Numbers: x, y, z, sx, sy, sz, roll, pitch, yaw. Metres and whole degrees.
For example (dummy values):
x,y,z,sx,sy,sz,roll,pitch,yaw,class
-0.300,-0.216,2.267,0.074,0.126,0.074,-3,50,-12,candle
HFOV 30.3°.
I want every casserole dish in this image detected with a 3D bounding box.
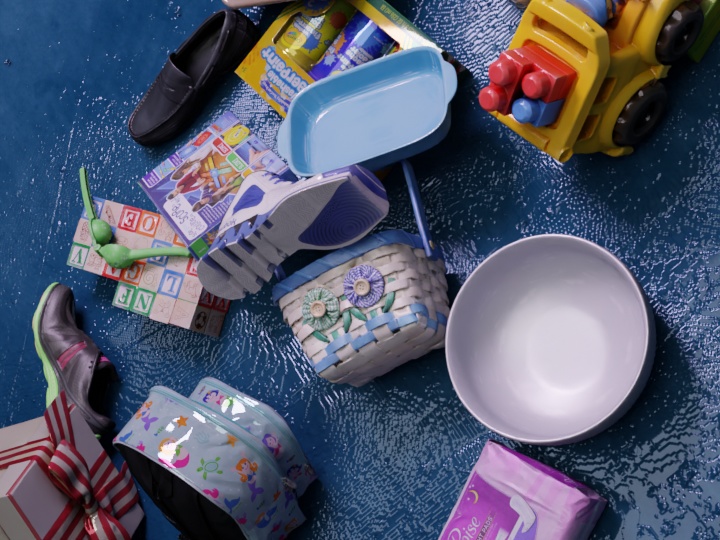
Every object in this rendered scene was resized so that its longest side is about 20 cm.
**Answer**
x,y,z,sx,sy,sz,roll,pitch,yaw,class
0.011,-0.151,1.333,0.200,0.039,0.121,-17,55,21,casserole dish

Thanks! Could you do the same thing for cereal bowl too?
x,y,z,sx,sy,sz,roll,pitch,yaw,class
0.186,0.069,1.258,0.200,0.083,0.200,-6,76,27,cereal bowl

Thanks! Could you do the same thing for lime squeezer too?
x,y,z,sx,sy,sz,roll,pitch,yaw,class
-0.276,-0.046,1.494,0.200,0.038,0.071,35,96,31,lime squeezer

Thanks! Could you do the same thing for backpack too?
x,y,z,sx,sy,sz,roll,pitch,yaw,class
-0.148,0.198,1.346,0.178,0.200,0.151,24,71,32,backpack

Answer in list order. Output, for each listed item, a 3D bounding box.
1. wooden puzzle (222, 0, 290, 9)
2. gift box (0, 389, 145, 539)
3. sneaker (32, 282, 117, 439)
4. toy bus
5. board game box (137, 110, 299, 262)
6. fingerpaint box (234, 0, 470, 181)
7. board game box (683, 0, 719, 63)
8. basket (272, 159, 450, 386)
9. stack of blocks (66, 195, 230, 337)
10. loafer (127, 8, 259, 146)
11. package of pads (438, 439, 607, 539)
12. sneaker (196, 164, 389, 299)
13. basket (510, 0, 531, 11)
x,y,z,sx,sy,sz,roll,pitch,yaw,class
-0.056,-0.369,1.455,0.200,0.037,0.185,12,66,51,wooden puzzle
-0.351,0.252,1.432,0.187,0.185,0.200,-16,29,25,gift box
-0.325,0.108,1.544,0.084,0.077,0.200,-17,73,6,sneaker
0.197,-0.202,1.223,0.136,0.192,0.200,41,127,29,toy bus
-0.155,-0.092,1.437,0.135,0.034,0.200,-38,34,-4,board game box
-0.013,-0.215,1.436,0.167,0.073,0.200,-50,61,10,fingerpaint box
0.336,-0.313,1.283,0.102,0.048,0.200,37,97,29,board game box
0.000,0.000,1.334,0.176,0.139,0.200,-30,61,20,basket
-0.238,-0.006,1.520,0.200,0.059,0.115,16,86,30,stack of blocks
-0.205,-0.227,1.545,0.201,0.070,0.068,-44,62,13,loafer
0.132,0.271,1.246,0.120,0.076,0.200,27,92,29,package of pads
-0.072,-0.063,1.289,0.199,0.081,0.115,-27,36,24,sneaker
0.163,-0.377,1.338,0.176,0.139,0.200,-38,74,17,basket
